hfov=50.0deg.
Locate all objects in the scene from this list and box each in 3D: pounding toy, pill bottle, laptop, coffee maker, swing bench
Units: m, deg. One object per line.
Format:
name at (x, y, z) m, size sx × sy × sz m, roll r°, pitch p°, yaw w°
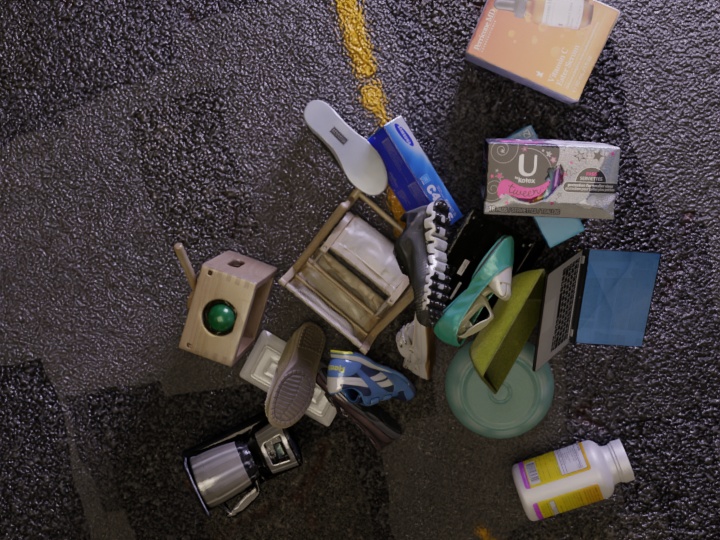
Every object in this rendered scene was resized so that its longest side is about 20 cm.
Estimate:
pounding toy at (-0.250, 0.047, 1.355) m, size 0.141 × 0.200 × 0.185 m, roll 19°, pitch 102°, yaw 4°
pill bottle at (0.379, 0.369, 1.381) m, size 0.199 × 0.104 × 0.105 m, roll -21°, pitch 97°, yaw 10°
laptop at (0.210, 0.000, 1.309) m, size 0.199 × 0.103 × 0.178 m, roll 26°, pitch 102°, yaw -17°
laptop at (0.396, 0.070, 1.300) m, size 0.115 × 0.200 × 0.188 m, roll 21°, pitch 124°, yaw 35°
coffee maker at (-0.220, 0.335, 1.432) m, size 0.199 × 0.192 × 0.135 m, roll -24°, pitch 118°, yaw -10°
swing bench at (0.000, 0.000, 1.351) m, size 0.199 × 0.130 × 0.200 m, roll 40°, pitch 115°, yaw -2°

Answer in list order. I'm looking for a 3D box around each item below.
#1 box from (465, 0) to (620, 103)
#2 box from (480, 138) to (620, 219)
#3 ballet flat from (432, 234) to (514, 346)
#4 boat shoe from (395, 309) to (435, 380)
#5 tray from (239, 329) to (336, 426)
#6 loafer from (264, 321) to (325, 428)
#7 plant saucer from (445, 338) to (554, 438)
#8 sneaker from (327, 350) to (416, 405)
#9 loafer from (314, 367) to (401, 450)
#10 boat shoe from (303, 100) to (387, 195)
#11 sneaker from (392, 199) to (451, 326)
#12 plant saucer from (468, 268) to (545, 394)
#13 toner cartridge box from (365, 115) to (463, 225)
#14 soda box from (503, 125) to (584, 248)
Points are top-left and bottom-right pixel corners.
box at (0.289, -0.381, 1.259) m, size 0.199 × 0.106 × 0.153 m, roll 23°, pitch 102°, yaw 2°
box at (0.293, -0.148, 1.221) m, size 0.198 × 0.132 × 0.116 m, roll 2°, pitch 102°, yaw 6°
ballet flat at (0.196, 0.040, 1.224) m, size 0.070 × 0.067 × 0.200 m, roll 43°, pitch 104°, yaw 26°
boat shoe at (0.094, 0.126, 1.348) m, size 0.069 × 0.071 × 0.201 m, roll 13°, pitch 144°, yaw 13°
tray at (-0.123, 0.206, 1.458) m, size 0.199 × 0.022 × 0.108 m, roll 30°, pitch 101°, yaw 1°
loafer at (-0.119, 0.191, 1.394) m, size 0.075 × 0.068 × 0.201 m, roll 31°, pitch 62°, yaw -18°
plant saucer at (0.253, 0.216, 1.405) m, size 0.198 × 0.036 × 0.202 m, roll 1°, pitch 101°, yaw 7°
sneaker at (0.015, 0.205, 1.375) m, size 0.199 × 0.074 × 0.083 m, roll 27°, pitch 68°, yaw -34°
loafer at (-0.014, 0.260, 1.418) m, size 0.200 × 0.072 × 0.063 m, roll 40°, pitch 105°, yaw -14°
boat shoe at (-0.026, -0.210, 1.350) m, size 0.070 × 0.066 × 0.200 m, roll -45°, pitch 87°, yaw 0°
sneaker at (0.093, -0.010, 1.222) m, size 0.090 × 0.066 × 0.202 m, roll -4°, pitch 76°, yaw 34°
plant saucer at (0.245, 0.097, 1.292) m, size 0.048 × 0.200 × 0.201 m, roll 29°, pitch 84°, yaw 22°
toner cartridge box at (0.089, -0.157, 1.327) m, size 0.043 × 0.095 × 0.201 m, roll -35°, pitch 96°, yaw -23°
soda box at (0.305, -0.144, 1.320) m, size 0.068 × 0.064 × 0.201 m, roll -28°, pitch 95°, yaw 11°
